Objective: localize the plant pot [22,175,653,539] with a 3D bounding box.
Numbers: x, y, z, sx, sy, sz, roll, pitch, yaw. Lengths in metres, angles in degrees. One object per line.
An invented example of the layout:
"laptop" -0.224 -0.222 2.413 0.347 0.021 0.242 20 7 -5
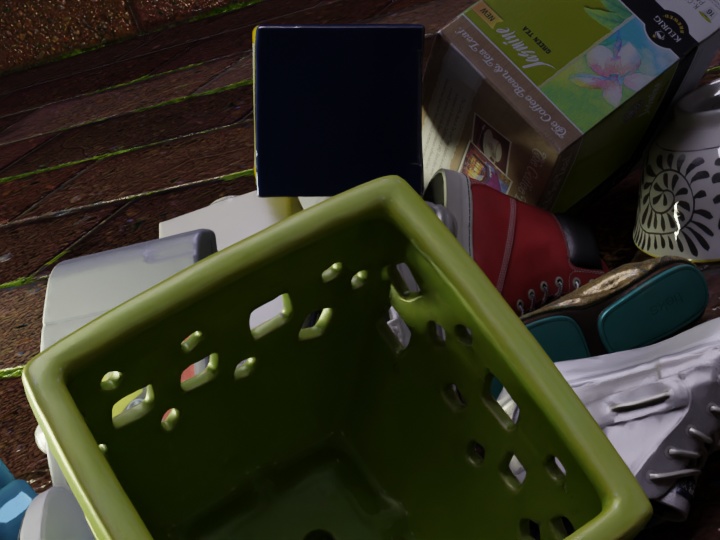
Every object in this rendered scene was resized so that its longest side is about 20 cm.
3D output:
"plant pot" -0.017 0.111 0.694 0.199 0.199 0.182 -28 -24 -20

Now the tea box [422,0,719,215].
"tea box" 0.152 -0.134 1.181 0.196 0.134 0.200 -38 -15 -23

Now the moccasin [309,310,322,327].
"moccasin" 0.000 0.000 1.034 0.080 0.068 0.201 -39 31 26

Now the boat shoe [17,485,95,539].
"boat shoe" -0.170 0.201 0.796 0.067 0.072 0.201 -26 43 13

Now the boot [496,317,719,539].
"boot" 0.170 0.088 0.805 0.199 0.074 0.096 -17 51 18

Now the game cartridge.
"game cartridge" -0.139 0.084 0.965 0.132 0.202 0.041 -13 -11 29

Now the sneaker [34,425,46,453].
"sneaker" -0.164 0.078 1.185 0.199 0.081 0.070 -25 20 -9

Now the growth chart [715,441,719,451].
"growth chart" 0.230 0.066 0.891 0.199 0.018 0.145 -15 18 15

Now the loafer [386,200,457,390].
"loafer" 0.021 0.049 0.939 0.069 0.070 0.201 6 60 -8

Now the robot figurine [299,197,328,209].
"robot figurine" -0.012 -0.039 1.298 0.168 0.114 0.200 2 10 -23

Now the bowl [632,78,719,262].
"bowl" 0.291 -0.092 1.154 0.199 0.095 0.201 -18 19 6

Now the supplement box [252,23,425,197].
"supplement box" -0.019 -0.114 1.052 0.109 0.110 0.200 -1 9 -5

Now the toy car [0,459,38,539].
"toy car" -0.312 0.139 0.933 0.184 0.201 0.177 -36 22 -18

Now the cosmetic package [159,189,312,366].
"cosmetic package" -0.078 0.043 1.065 0.107 0.085 0.201 -17 42 11

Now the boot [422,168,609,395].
"boot" 0.110 0.030 1.045 0.073 0.143 0.201 125 157 -49

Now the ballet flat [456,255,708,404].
"ballet flat" 0.134 0.045 0.980 0.199 0.071 0.071 -25 18 -25
